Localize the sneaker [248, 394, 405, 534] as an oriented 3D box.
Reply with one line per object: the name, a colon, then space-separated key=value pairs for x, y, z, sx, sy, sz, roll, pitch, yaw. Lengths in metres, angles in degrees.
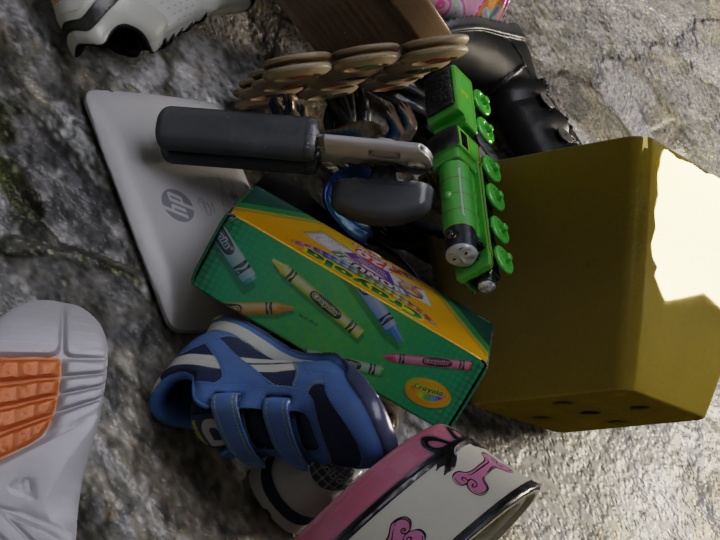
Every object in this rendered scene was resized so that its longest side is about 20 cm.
sneaker: x=-0.001 y=0.102 z=1.360 sx=0.076 sy=0.080 sz=0.200 roll=42 pitch=35 yaw=-7

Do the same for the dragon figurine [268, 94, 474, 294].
dragon figurine: x=0.012 y=-0.058 z=1.463 sx=0.201 sy=0.099 sz=0.059 roll=57 pitch=23 yaw=-2

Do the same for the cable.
cable: x=0.033 y=-0.089 z=1.602 sx=0.200 sy=0.051 sz=0.163 roll=54 pitch=41 yaw=2

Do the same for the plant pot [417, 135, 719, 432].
plant pot: x=0.173 y=0.023 z=1.502 sx=0.200 sy=0.199 sz=0.178 roll=21 pitch=66 yaw=-52

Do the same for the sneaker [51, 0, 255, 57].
sneaker: x=-0.156 y=-0.196 z=1.487 sx=0.199 sy=0.074 sz=0.081 roll=-8 pitch=80 yaw=-45

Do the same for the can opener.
can opener: x=-0.047 y=-0.073 z=1.394 sx=0.198 sy=0.053 sz=0.067 roll=5 pitch=73 yaw=4

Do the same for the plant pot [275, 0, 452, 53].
plant pot: x=-0.021 y=-0.226 z=1.548 sx=0.201 sy=0.093 sz=0.201 roll=52 pitch=3 yaw=-4

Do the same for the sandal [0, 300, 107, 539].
sandal: x=-0.201 y=0.119 z=1.161 sx=0.079 sy=0.059 sz=0.208 roll=13 pitch=69 yaw=-18

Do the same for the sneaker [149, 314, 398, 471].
sneaker: x=-0.056 y=0.091 z=1.248 sx=0.082 sy=0.199 sz=0.074 roll=-33 pitch=119 yaw=-31

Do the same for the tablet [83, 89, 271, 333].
tablet: x=-0.119 y=-0.043 z=1.422 sx=0.130 sy=0.014 sz=0.201 roll=2 pitch=56 yaw=-45

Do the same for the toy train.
toy train: x=0.074 y=-0.069 z=1.424 sx=0.056 sy=0.042 sz=0.201 roll=42 pitch=31 yaw=-38

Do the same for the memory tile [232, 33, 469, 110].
memory tile: x=-0.012 y=-0.144 z=1.456 sx=0.152 sy=0.200 sz=0.017 roll=-8 pitch=90 yaw=-12

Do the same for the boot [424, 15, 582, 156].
boot: x=0.133 y=-0.121 z=1.721 sx=0.164 sy=0.066 sz=0.201 roll=-10 pitch=70 yaw=-48

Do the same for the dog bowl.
dog bowl: x=0.014 y=0.175 z=1.216 sx=0.074 sy=0.200 sz=0.200 roll=47 pitch=35 yaw=13

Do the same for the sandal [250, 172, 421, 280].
sandal: x=0.000 y=0.000 z=1.472 sx=0.200 sy=0.043 sz=0.076 roll=41 pitch=33 yaw=-19

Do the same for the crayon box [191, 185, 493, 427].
crayon box: x=-0.009 y=0.023 z=1.344 sx=0.199 sy=0.058 sz=0.119 roll=30 pitch=13 yaw=-1

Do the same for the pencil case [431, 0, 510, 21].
pencil case: x=0.043 y=-0.267 z=1.739 sx=0.199 sy=0.087 sz=0.088 roll=14 pitch=48 yaw=-39
